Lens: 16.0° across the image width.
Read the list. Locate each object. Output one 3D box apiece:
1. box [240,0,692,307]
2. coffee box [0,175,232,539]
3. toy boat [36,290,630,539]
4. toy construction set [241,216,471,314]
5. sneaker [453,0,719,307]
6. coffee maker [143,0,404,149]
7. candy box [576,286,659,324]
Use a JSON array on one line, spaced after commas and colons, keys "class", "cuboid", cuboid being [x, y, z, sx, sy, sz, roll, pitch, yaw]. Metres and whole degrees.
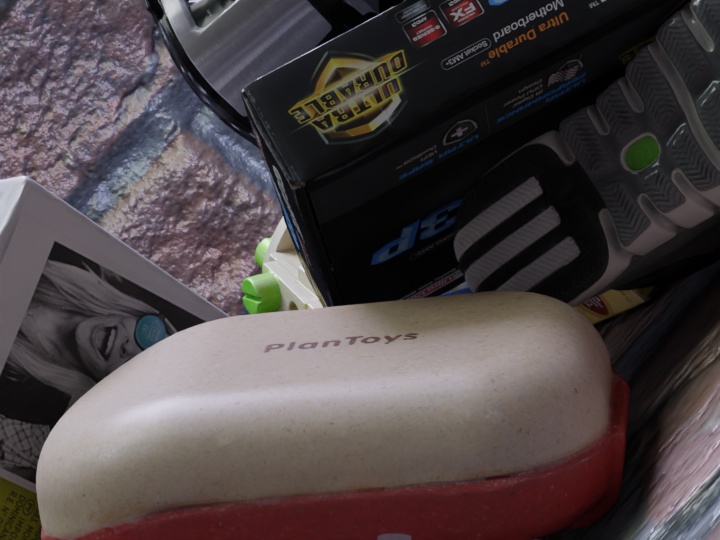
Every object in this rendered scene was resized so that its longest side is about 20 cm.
[{"class": "box", "cuboid": [0.062, -0.062, 0.930, 0.199, 0.046, 0.159, -28, -21, -5]}, {"class": "coffee box", "cuboid": [-0.139, 0.106, 0.985, 0.199, 0.197, 0.201, -5, 55, 57]}, {"class": "toy boat", "cuboid": [-0.006, 0.086, 0.850, 0.199, 0.132, 0.131, -6, 15, 10]}, {"class": "toy construction set", "cuboid": [0.000, 0.000, 1.116, 0.200, 0.091, 0.132, -117, 26, -58]}, {"class": "sneaker", "cuboid": [0.133, -0.050, 0.905, 0.199, 0.075, 0.115, -30, -13, 24]}, {"class": "coffee maker", "cuboid": [0.045, -0.116, 0.996, 0.200, 0.192, 0.135, -38, 26, 23]}, {"class": "candy box", "cuboid": [0.106, -0.031, 1.108, 0.117, 0.056, 0.200, -51, 3, -14]}]
